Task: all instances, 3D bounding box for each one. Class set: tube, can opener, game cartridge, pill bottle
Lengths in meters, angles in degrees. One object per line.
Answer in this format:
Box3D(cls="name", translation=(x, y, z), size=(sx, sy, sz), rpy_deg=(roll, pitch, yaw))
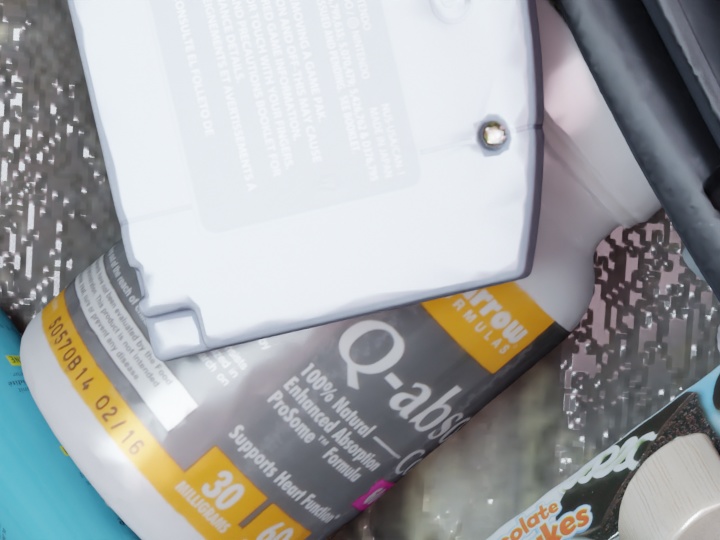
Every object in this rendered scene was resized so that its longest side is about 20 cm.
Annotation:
Box3D(cls="tube", translation=(-0.084, 0.089, 0.931), size=(0.050, 0.077, 0.200), rpy_deg=(-45, 56, 5))
Box3D(cls="can opener", translation=(0.103, -0.039, 0.861), size=(0.063, 0.079, 0.200), rpy_deg=(-39, 83, 36))
Box3D(cls="game cartridge", translation=(-0.018, -0.085, 0.862), size=(0.133, 0.040, 0.201), rpy_deg=(-12, 91, 12))
Box3D(cls="pill bottle", translation=(0.000, 0.000, 0.938), size=(0.200, 0.116, 0.116), rpy_deg=(-41, 93, 7))

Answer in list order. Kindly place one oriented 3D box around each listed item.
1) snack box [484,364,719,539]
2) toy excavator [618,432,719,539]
Box3D(cls="snack box", translation=(0.107, 0.100, 0.949), size=(0.200, 0.037, 0.116), rpy_deg=(-37, 129, 9))
Box3D(cls="toy excavator", translation=(0.195, 0.095, 0.903), size=(0.194, 0.100, 0.200), rpy_deg=(-29, 121, 3))
